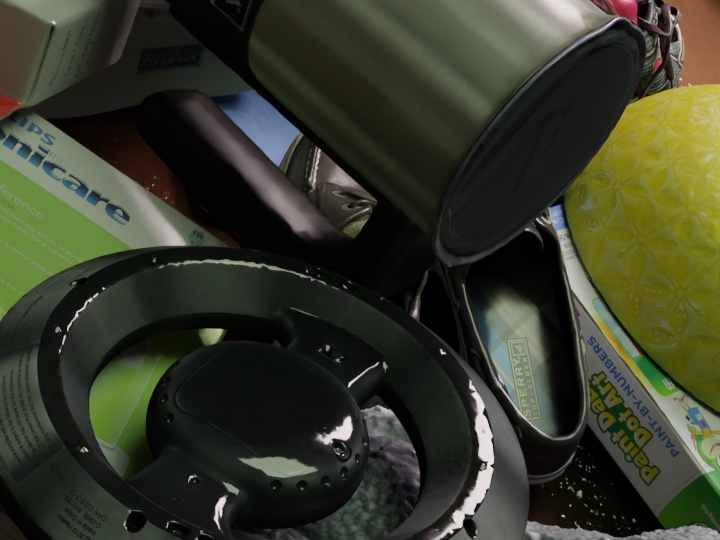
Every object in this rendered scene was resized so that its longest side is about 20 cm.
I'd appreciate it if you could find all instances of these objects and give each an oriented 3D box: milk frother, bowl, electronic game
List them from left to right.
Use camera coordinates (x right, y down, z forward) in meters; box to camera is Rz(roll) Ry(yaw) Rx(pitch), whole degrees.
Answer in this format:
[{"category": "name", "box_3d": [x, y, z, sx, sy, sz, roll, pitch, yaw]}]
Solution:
[{"category": "electronic game", "box_3d": [-0.036, 0.059, 0.827, 0.199, 0.042, 0.200, 13, 37, -10]}, {"category": "milk frother", "box_3d": [0.024, -0.101, 0.968, 0.188, 0.181, 0.200, 44, 47, 19]}, {"category": "bowl", "box_3d": [0.211, -0.026, 1.177, 0.200, 0.108, 0.200, 27, 37, -23]}]

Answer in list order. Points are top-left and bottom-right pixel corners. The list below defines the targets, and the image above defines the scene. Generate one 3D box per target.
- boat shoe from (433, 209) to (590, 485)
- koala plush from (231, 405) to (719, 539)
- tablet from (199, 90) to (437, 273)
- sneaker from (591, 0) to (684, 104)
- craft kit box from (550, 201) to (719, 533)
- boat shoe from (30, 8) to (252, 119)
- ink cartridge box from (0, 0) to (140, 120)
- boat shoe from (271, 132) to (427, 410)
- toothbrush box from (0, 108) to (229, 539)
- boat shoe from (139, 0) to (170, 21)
[{"category": "boat shoe", "box_3d": [0.065, -0.003, 1.086, 0.070, 0.066, 0.201, -4, 73, -15]}, {"category": "koala plush", "box_3d": [0.039, 0.133, 0.894, 0.200, 0.184, 0.177, 37, 33, 17]}, {"category": "tablet", "box_3d": [-0.004, -0.054, 1.178, 0.200, 0.014, 0.130, 15, 41, -32]}, {"category": "sneaker", "box_3d": [0.151, -0.129, 1.332, 0.081, 0.075, 0.200, 45, 21, 9]}, {"category": "craft kit box", "box_3d": [0.177, 0.044, 1.198, 0.200, 0.049, 0.198, -16, 63, -51]}, {"category": "boat shoe", "box_3d": [-0.122, -0.119, 1.098, 0.200, 0.070, 0.072, -5, 41, -40]}, {"category": "ink cartridge box", "box_3d": [-0.208, -0.123, 0.925, 0.200, 0.045, 0.176, 28, 25, 8]}, {"category": "boat shoe", "box_3d": [0.000, 0.000, 1.065, 0.073, 0.065, 0.200, 23, 45, -25]}, {"category": "toothbrush box", "box_3d": [-0.142, 0.035, 0.890, 0.145, 0.086, 0.200, 34, 36, -7]}, {"category": "boat shoe", "box_3d": [-0.064, -0.148, 1.072, 0.202, 0.065, 0.075, -19, 80, -44]}]
